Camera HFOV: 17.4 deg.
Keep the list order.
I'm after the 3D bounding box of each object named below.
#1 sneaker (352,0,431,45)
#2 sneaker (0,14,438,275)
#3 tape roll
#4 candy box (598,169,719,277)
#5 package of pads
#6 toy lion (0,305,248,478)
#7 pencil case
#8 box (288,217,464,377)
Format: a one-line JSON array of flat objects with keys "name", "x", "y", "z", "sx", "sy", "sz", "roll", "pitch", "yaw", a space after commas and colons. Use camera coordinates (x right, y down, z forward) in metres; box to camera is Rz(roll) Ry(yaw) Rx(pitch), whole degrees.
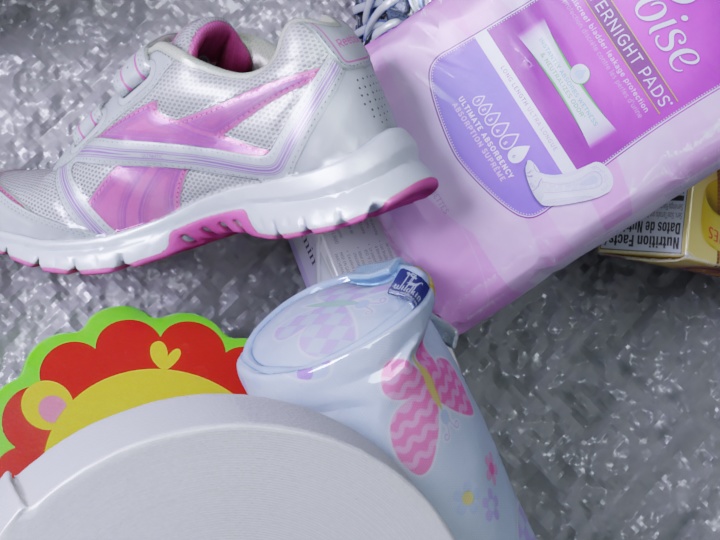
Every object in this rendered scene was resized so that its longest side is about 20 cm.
[{"name": "sneaker", "x": 0.028, "y": -0.103, "z": 1.028, "sx": 0.085, "sy": 0.077, "sz": 0.200, "roll": -33, "pitch": 85, "yaw": -20}, {"name": "sneaker", "x": -0.067, "y": -0.052, "z": 0.929, "sx": 0.081, "sy": 0.199, "sz": 0.089, "roll": -22, "pitch": 101, "yaw": -63}, {"name": "tape roll", "x": -0.054, "y": 0.143, "z": 0.843, "sx": 0.202, "sy": 0.037, "sz": 0.204, "roll": -5, "pitch": 107, "yaw": -15}, {"name": "candy box", "x": 0.173, "y": -0.096, "z": 1.034, "sx": 0.116, "sy": 0.056, "sz": 0.201, "roll": 9, "pitch": 88, "yaw": -40}, {"name": "package of pads", "x": 0.084, "y": -0.073, "z": 0.949, "sx": 0.200, "sy": 0.076, "sz": 0.121, "roll": -33, "pitch": 88, "yaw": 11}, {"name": "toy lion", "x": -0.105, "y": 0.107, "z": 0.929, "sx": 0.199, "sy": 0.069, "sz": 0.192, "roll": -2, "pitch": 67, "yaw": -18}, {"name": "pencil case", "x": 0.025, "y": 0.096, "z": 0.922, "sx": 0.201, "sy": 0.083, "sz": 0.091, "roll": 66, "pitch": 25, "yaw": -17}, {"name": "box", "x": 0.000, "y": 0.000, "z": 1.004, "sx": 0.041, "sy": 0.039, "sz": 0.201, "roll": -18, "pitch": 79, "yaw": -23}]
